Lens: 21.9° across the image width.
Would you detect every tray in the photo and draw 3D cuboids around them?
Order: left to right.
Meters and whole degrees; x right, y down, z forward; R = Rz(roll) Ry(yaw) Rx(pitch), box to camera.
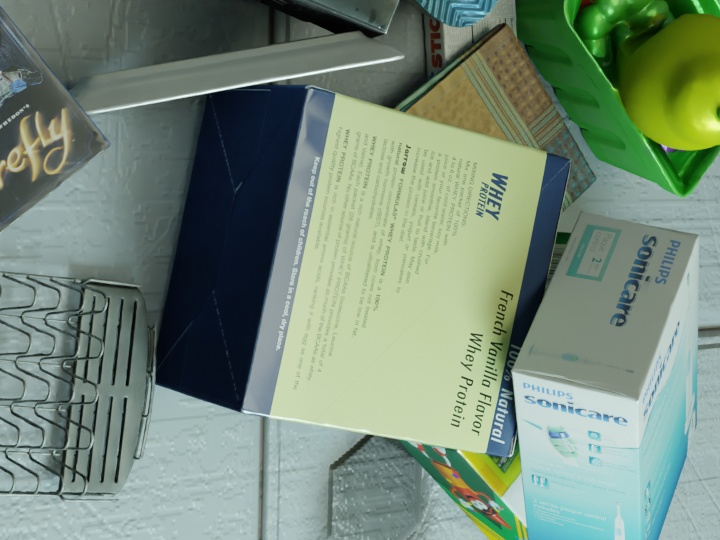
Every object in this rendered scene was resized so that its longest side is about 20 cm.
[{"bbox_3d":[-0.082,-0.117,1.096,0.200,0.107,0.022,-11,99,-11],"label":"tray"}]

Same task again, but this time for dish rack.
[{"bbox_3d":[-0.199,0.069,1.096,0.200,0.055,0.154,7,90,-41],"label":"dish rack"}]

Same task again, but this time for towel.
[{"bbox_3d":[0.065,-0.060,1.307,0.200,0.022,0.147,-41,114,-20],"label":"towel"}]

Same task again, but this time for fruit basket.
[{"bbox_3d":[0.226,-0.155,1.346,0.156,0.216,0.216,-54,124,-23],"label":"fruit basket"}]

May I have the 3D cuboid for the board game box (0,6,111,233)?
[{"bbox_3d":[-0.253,-0.057,0.987,0.200,0.035,0.136,-40,104,-8],"label":"board game box"}]

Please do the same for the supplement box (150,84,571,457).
[{"bbox_3d":[0.000,0.000,1.184,0.200,0.134,0.200,12,89,-31],"label":"supplement box"}]

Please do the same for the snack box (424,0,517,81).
[{"bbox_3d":[0.083,-0.116,1.341,0.072,0.024,0.200,-10,100,-39],"label":"snack box"}]

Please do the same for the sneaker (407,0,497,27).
[{"bbox_3d":[0.013,-0.244,1.239,0.077,0.081,0.200,-37,99,0],"label":"sneaker"}]

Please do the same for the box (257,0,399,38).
[{"bbox_3d":[-0.010,-0.252,1.121,0.124,0.149,0.200,22,93,-8],"label":"box"}]

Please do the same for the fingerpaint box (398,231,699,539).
[{"bbox_3d":[0.142,0.098,1.380,0.167,0.073,0.200,48,64,-32],"label":"fingerpaint box"}]

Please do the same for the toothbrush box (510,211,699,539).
[{"bbox_3d":[0.165,0.085,1.224,0.200,0.085,0.146,81,29,-47],"label":"toothbrush box"}]
